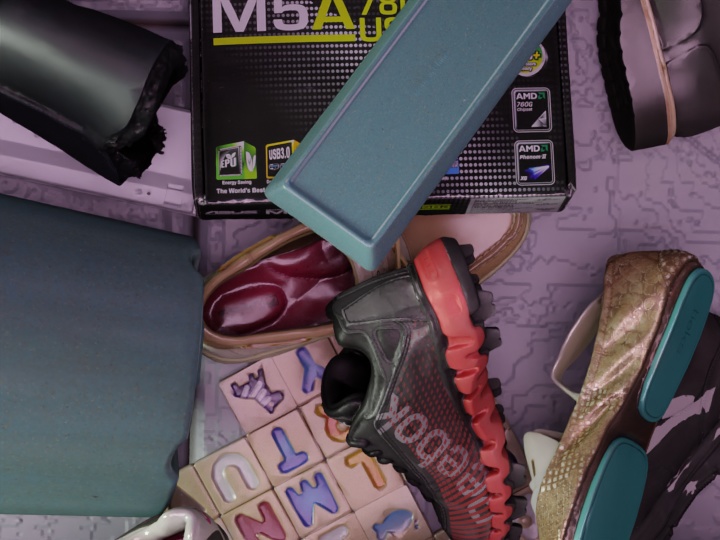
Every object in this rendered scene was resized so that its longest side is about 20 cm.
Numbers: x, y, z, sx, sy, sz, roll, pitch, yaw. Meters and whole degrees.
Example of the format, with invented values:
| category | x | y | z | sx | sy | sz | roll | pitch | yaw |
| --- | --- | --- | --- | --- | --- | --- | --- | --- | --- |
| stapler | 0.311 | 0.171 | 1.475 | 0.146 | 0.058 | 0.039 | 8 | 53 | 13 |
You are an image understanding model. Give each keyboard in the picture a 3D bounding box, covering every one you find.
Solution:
| category | x | y | z | sx | sy | sz | roll | pitch | yaw |
| --- | --- | --- | --- | --- | --- | --- | --- | --- | --- |
| keyboard | -0.179 | -0.077 | 1.208 | 0.200 | 0.011 | 0.056 | 12 | 90 | -5 |

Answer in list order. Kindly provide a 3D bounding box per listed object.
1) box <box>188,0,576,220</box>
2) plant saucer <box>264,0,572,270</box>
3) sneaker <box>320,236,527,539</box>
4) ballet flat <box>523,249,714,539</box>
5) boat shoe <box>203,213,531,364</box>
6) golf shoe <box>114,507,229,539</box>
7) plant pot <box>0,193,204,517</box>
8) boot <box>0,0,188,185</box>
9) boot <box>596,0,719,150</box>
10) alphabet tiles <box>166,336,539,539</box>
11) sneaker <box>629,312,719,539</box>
| category | x | y | z | sx | sy | sz | roll | pitch | yaw |
| --- | --- | --- | --- | --- | --- | --- | --- | --- | --- |
| box | 0.009 | -0.125 | 1.169 | 0.200 | 0.048 | 0.194 | -1 | 80 | -3 |
| plant saucer | 0.036 | -0.098 | 1.133 | 0.070 | 0.019 | 0.200 | 35 | 77 | 4 |
| sneaker | 0.032 | 0.077 | 1.174 | 0.098 | 0.071 | 0.201 | -16 | 126 | -2 |
| ballet flat | 0.125 | 0.080 | 1.171 | 0.065 | 0.071 | 0.200 | 15 | 75 | 33 |
| boat shoe | 0.000 | 0.000 | 1.193 | 0.200 | 0.066 | 0.074 | -25 | 88 | -1 |
| golf shoe | -0.149 | 0.188 | 1.106 | 0.200 | 0.088 | 0.077 | -42 | 69 | -15 |
| plant pot | -0.188 | 0.043 | 1.136 | 0.196 | 0.200 | 0.201 | 8 | 96 | -12 |
| boot | -0.165 | -0.140 | 1.110 | 0.168 | 0.200 | 0.076 | 24 | 53 | 8 |
| boot | 0.193 | -0.176 | 1.194 | 0.138 | 0.077 | 0.200 | -12 | 110 | -6 |
| alphabet tiles | -0.011 | 0.119 | 1.239 | 0.200 | 0.008 | 0.167 | -28 | 97 | -1 |
| sneaker | 0.149 | 0.106 | 1.223 | 0.091 | 0.076 | 0.200 | 43 | 85 | 3 |
